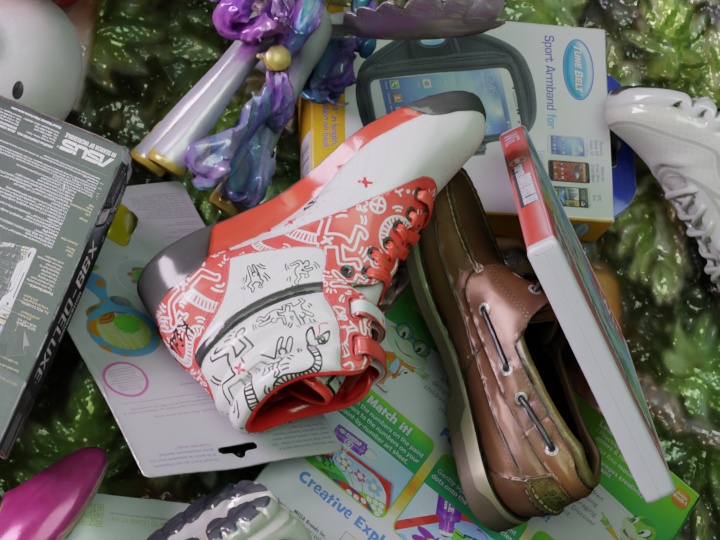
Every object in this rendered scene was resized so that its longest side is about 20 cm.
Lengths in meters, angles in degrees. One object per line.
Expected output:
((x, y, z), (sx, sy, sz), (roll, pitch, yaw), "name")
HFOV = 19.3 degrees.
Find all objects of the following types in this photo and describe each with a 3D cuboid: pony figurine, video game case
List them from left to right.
((-0.036, -0.127, 1.086), (0.166, 0.193, 0.201), (33, 87, -11), "pony figurine")
((0.113, 0.016, 1.081), (0.017, 0.200, 0.144), (-25, 108, 8), "video game case")

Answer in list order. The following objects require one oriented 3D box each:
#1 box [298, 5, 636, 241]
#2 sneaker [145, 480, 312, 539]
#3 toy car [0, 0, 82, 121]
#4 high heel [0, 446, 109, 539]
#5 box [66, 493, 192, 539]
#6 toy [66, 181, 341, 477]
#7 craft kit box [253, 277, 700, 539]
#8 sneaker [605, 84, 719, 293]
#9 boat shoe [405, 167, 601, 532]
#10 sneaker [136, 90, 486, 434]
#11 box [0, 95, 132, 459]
((0.065, -0.082, 1.199), (0.198, 0.042, 0.120), (2, 72, -11), "box")
((-0.105, 0.185, 1.005), (0.199, 0.078, 0.080), (-33, 106, 3), "sneaker")
((-0.187, -0.135, 1.096), (0.183, 0.177, 0.202), (12, 82, 2), "toy car")
((-0.217, 0.138, 1.031), (0.200, 0.067, 0.096), (-44, 96, 2), "high heel")
((-0.091, 0.218, 1.068), (0.143, 0.036, 0.202), (8, 70, -11), "box")
((-0.106, 0.036, 1.084), (0.114, 0.047, 0.201), (-5, 49, -35), "toy")
((0.052, 0.129, 1.103), (0.200, 0.049, 0.198), (40, 56, 1), "craft kit box")
((0.214, -0.032, 1.195), (0.199, 0.075, 0.081), (35, 82, -12), "sneaker")
((0.076, 0.030, 1.090), (0.068, 0.072, 0.201), (-24, 72, 27), "boat shoe")
((0.000, 0.001, 1.045), (0.201, 0.067, 0.108), (-31, 67, -12), "sneaker")
((-0.229, -0.021, 1.015), (0.199, 0.050, 0.159), (22, 78, -1), "box")
